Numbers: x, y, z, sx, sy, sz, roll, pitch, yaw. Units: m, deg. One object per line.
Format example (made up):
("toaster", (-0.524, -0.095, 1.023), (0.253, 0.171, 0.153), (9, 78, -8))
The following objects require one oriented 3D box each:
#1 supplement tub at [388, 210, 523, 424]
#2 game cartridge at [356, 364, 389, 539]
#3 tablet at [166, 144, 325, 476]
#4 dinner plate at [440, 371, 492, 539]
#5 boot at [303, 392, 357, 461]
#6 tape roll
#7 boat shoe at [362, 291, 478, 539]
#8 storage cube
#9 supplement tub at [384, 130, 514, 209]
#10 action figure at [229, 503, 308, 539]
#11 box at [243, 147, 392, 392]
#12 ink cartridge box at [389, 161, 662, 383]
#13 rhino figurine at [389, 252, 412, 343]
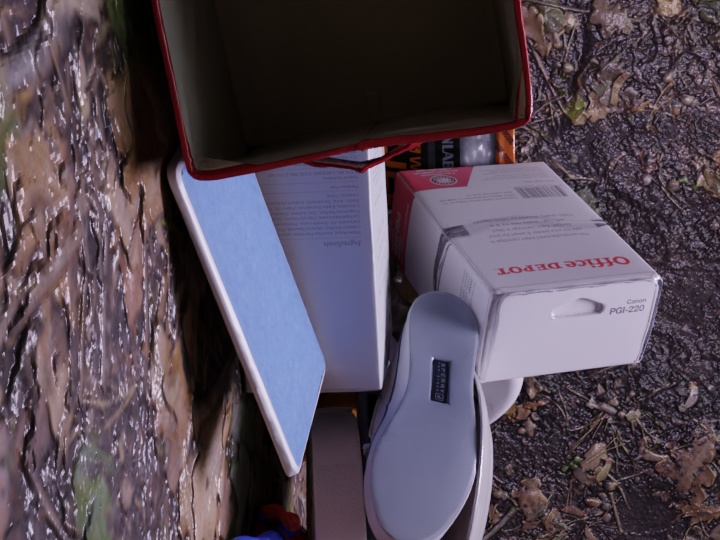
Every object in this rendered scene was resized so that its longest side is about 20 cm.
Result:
("supplement tub", (0.063, 0.039, 1.096), (0.200, 0.144, 0.145), (-98, -179, -46))
("game cartridge", (0.015, 0.183, 0.923), (0.200, 0.041, 0.133), (-93, -179, -53))
("tablet", (-0.064, 0.008, 0.707), (0.130, 0.014, 0.200), (-77, 150, -63))
("dinner plate", (0.066, 0.167, 0.880), (0.200, 0.024, 0.201), (-168, -90, -80))
("boot", (-0.030, 0.098, 1.092), (0.201, 0.071, 0.144), (35, 40, -73))
("tape roll", (-0.020, 0.204, 0.879), (0.203, 0.037, 0.203), (178, -90, -86))
("boat shoe", (0.035, 0.115, 0.836), (0.086, 0.074, 0.202), (114, -12, -51))
("storage cube", (-0.008, -0.155, 0.630), (0.180, 0.171, 0.200), (-64, 145, -80))
("supplement tub", (0.038, -0.116, 1.078), (0.123, 0.200, 0.123), (-2, 90, -85))
("action figure", (-0.058, 0.192, 0.786), (0.200, 0.052, 0.066), (38, 48, -87))
("box", (-0.032, -0.029, 0.840), (0.124, 0.097, 0.200), (-73, 160, -73))
("ink cartridge box", (0.125, -0.005, 0.955), (0.200, 0.145, 0.085), (-124, -146, -54))
("rhino figurine", (0.000, 0.000, 0.971), (0.200, 0.060, 0.087), (53, 2, 18))
